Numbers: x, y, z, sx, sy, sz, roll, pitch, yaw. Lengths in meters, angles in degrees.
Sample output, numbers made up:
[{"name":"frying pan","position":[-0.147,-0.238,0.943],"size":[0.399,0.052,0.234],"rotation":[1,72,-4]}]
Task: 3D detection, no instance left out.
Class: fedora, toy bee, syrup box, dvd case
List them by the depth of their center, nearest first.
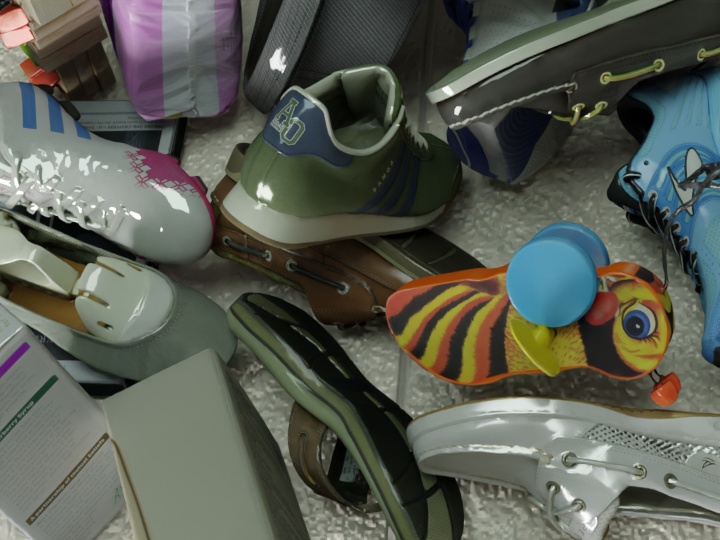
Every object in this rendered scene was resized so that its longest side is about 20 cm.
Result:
[{"name":"toy bee","position":[0.118,0.028,0.975],"size":[0.200,0.131,0.109],"rotation":[-20,93,38]},{"name":"syrup box","position":[-0.194,0.079,1.015],"size":[0.079,0.200,0.081],"rotation":[36,75,28]},{"name":"fedora","position":[-0.007,-0.181,1.155],"size":[0.090,0.177,0.200],"rotation":[17,51,-11]},{"name":"dvd case","position":[-0.196,-0.017,1.171],"size":[0.150,0.025,0.200],"rotation":[1,61,14]}]

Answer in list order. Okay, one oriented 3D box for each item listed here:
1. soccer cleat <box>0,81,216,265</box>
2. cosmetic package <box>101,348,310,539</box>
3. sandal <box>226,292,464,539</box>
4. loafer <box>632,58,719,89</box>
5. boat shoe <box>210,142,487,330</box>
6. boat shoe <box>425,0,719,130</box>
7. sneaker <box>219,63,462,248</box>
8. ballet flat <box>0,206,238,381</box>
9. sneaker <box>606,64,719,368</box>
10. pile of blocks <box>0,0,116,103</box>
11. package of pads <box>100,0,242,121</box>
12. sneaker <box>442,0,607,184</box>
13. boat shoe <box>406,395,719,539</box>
[{"name":"soccer cleat","position":[-0.175,-0.050,1.117],"size":[0.200,0.070,0.086],"rotation":[31,36,33]},{"name":"cosmetic package","position":[-0.067,0.152,0.978],"size":[0.073,0.104,0.200],"rotation":[-26,46,3]},{"name":"sandal","position":[-0.013,0.092,1.047],"size":[0.057,0.080,0.201],"rotation":[-52,57,14]},{"name":"loafer","position":[0.221,-0.179,1.134],"size":[0.200,0.063,0.072],"rotation":[-45,61,-12]},{"name":"boat shoe","position":[0.000,0.000,1.095],"size":[0.200,0.072,0.068],"rotation":[31,106,16]},{"name":"boat shoe","position":[0.132,-0.116,1.044],"size":[0.201,0.072,0.061],"rotation":[-25,101,-18]},{"name":"sneaker","position":[0.008,-0.072,1.046],"size":[0.067,0.200,0.090],"rotation":[36,118,24]},{"name":"ballet flat","position":[-0.166,0.012,1.096],"size":[0.200,0.064,0.067],"rotation":[19,68,22]},{"name":"sneaker","position":[0.184,-0.028,1.050],"size":[0.090,0.078,0.200],"rotation":[-3,52,0]},{"name":"pile of blocks","position":[-0.201,-0.163,1.156],"size":[0.062,0.200,0.082],"rotation":[-33,79,-14]},{"name":"package of pads","position":[-0.131,-0.202,1.187],"size":[0.076,0.121,0.200],"rotation":[-10,52,-16]},{"name":"sneaker","position":[0.088,-0.148,1.149],"size":[0.115,0.081,0.200],"rotation":[18,61,26]},{"name":"boat shoe","position":[0.122,0.110,0.990],"size":[0.200,0.071,0.069],"rotation":[2,70,6]}]
